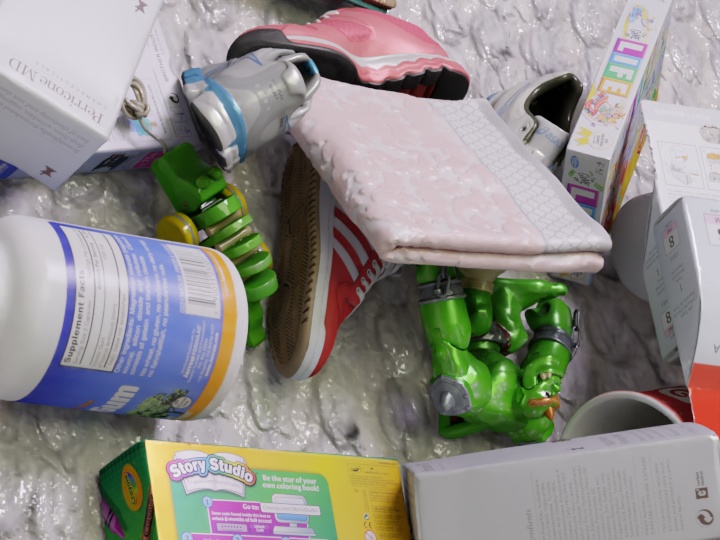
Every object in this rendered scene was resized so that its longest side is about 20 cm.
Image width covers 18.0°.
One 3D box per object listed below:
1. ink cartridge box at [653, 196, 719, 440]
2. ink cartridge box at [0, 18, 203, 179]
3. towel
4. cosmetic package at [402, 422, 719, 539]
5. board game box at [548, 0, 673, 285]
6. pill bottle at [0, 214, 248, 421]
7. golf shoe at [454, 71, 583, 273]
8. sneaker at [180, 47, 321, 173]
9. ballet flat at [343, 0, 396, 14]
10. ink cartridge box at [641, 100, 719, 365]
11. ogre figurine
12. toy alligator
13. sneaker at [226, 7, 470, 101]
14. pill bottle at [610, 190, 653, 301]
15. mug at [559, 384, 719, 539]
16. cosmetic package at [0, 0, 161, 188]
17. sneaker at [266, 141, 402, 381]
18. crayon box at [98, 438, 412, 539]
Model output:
[{"bbox_3d":[0.297,0.051,1.577,0.162,0.057,0.201,7,54,-24],"label":"ink cartridge box"},{"bbox_3d":[-0.207,-0.122,1.488,0.200,0.042,0.120,-6,70,-43],"label":"ink cartridge box"},{"bbox_3d":[0.052,-0.068,1.555,0.190,0.032,0.200,3,33,-32],"label":"towel"},{"bbox_3d":[0.131,0.149,1.483,0.199,0.102,0.074,-6,90,-4],"label":"cosmetic package"},{"bbox_3d":[0.193,-0.105,1.736,0.034,0.135,0.200,15,48,12],"label":"board game box"},{"bbox_3d":[-0.178,0.027,1.375,0.199,0.112,0.112,9,60,-34],"label":"pill bottle"},{"bbox_3d":[0.108,-0.075,1.674,0.078,0.097,0.200,36,49,-18],"label":"golf shoe"},{"bbox_3d":[-0.067,-0.112,1.500,0.086,0.200,0.075,-28,101,-2],"label":"sneaker"},{"bbox_3d":[-0.050,-0.241,1.655,0.199,0.070,0.066,13,99,-34],"label":"ballet flat"},{"bbox_3d":[0.283,-0.021,1.681,0.162,0.057,0.201,6,54,-24],"label":"ink cartridge box"},{"bbox_3d":[0.095,0.055,1.584,0.200,0.098,0.120,52,38,-69],"label":"ogre figurine"},{"bbox_3d":[-0.100,-0.042,1.486,0.059,0.054,0.201,-35,104,-40],"label":"toy alligator"},{"bbox_3d":[-0.019,-0.154,1.651,0.199,0.074,0.087,5,42,-36],"label":"sneaker"},{"bbox_3d":[0.292,-0.031,1.782,0.199,0.113,0.113,-10,72,-41],"label":"pill bottle"},{"bbox_3d":[0.252,0.160,1.653,0.200,0.133,0.178,-9,109,-46],"label":"mug"},{"bbox_3d":[-0.188,-0.163,1.440,0.101,0.074,0.201,32,48,-21],"label":"cosmetic package"},{"bbox_3d":[0.000,0.000,1.561,0.112,0.071,0.201,22,51,-23],"label":"sneaker"},{"bbox_3d":[-0.059,0.176,1.420,0.199,0.058,0.119,8,60,-35],"label":"crayon box"}]
